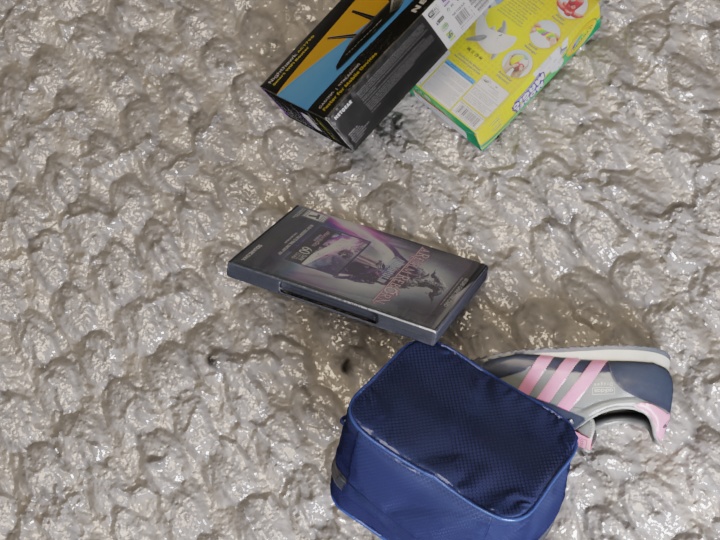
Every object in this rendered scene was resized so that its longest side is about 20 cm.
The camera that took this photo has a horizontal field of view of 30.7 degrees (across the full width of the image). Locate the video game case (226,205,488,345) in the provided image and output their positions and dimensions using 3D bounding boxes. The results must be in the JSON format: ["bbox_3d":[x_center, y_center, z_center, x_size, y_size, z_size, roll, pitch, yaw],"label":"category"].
[{"bbox_3d":[0.000,0.000,1.179,0.198,0.143,0.019,17,119,18],"label":"video game case"}]

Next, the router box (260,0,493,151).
[{"bbox_3d":[0.013,-0.216,1.244,0.200,0.051,0.149,-48,34,-6],"label":"router box"}]

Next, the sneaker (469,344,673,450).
[{"bbox_3d":[0.168,0.113,1.127,0.198,0.070,0.083,-5,68,12],"label":"sneaker"}]

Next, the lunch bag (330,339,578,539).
[{"bbox_3d":[0.067,0.166,1.089,0.199,0.133,0.136,32,46,22],"label":"lunch bag"}]

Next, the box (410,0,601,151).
[{"bbox_3d":[0.141,-0.226,1.261,0.117,0.048,0.200,42,86,22],"label":"box"}]
